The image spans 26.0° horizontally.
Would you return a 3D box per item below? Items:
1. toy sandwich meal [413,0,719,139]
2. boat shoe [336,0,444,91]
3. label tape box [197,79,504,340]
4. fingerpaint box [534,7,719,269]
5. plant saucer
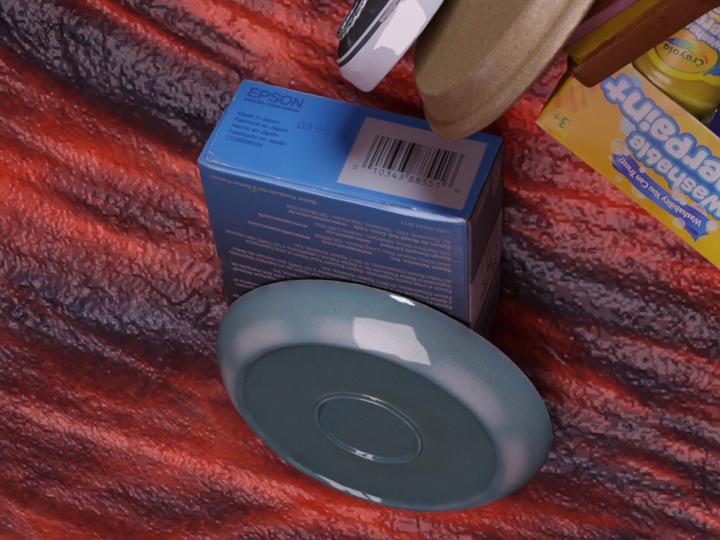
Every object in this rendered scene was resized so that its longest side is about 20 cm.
[{"bbox_3d":[0.098,-0.137,0.687,0.070,0.206,0.206,26,124,-17],"label":"toy sandwich meal"},{"bbox_3d":[0.029,-0.181,0.705,0.068,0.074,0.200,27,104,-11],"label":"boat shoe"},{"bbox_3d":[0.000,0.000,0.844,0.143,0.064,0.201,14,145,14],"label":"label tape box"},{"bbox_3d":[0.211,-0.078,0.727,0.199,0.073,0.167,39,122,0],"label":"fingerpaint box"},{"bbox_3d":[0.007,0.080,0.867,0.198,0.028,0.201,16,145,11],"label":"plant saucer"}]
